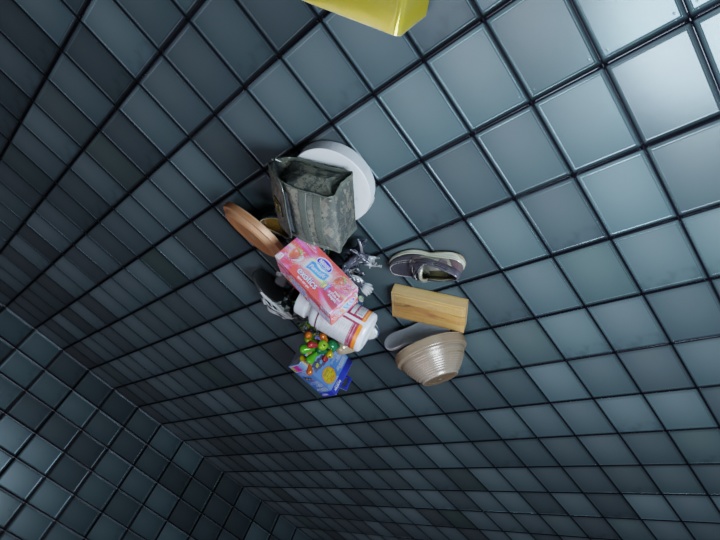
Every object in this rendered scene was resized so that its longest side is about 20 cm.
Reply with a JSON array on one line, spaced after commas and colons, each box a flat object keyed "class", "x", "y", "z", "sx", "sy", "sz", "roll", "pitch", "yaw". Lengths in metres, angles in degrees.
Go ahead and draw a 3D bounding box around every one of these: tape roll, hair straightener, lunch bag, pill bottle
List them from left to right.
[{"class": "hair straightener", "x": -0.197, "y": -0.011, "z": 1.405, "sx": 0.041, "sy": 0.077, "sz": 0.200, "roll": 34, "pitch": 139, "yaw": -6}, {"class": "lunch bag", "x": -0.119, "y": -0.151, "z": 1.135, "sx": 0.198, "sy": 0.118, "sz": 0.165, "roll": 18, "pitch": 139, "yaw": 20}, {"class": "tape roll", "x": -0.063, "y": -0.200, "z": 1.168, "sx": 0.201, "sy": 0.037, "sz": 0.204, "roll": 15, "pitch": 138, "yaw": 14}, {"class": "pill bottle", "x": -0.065, "y": 0.115, "z": 1.313, "sx": 0.199, "sy": 0.110, "sz": 0.110, "roll": 28, "pitch": 140, "yaw": 11}]

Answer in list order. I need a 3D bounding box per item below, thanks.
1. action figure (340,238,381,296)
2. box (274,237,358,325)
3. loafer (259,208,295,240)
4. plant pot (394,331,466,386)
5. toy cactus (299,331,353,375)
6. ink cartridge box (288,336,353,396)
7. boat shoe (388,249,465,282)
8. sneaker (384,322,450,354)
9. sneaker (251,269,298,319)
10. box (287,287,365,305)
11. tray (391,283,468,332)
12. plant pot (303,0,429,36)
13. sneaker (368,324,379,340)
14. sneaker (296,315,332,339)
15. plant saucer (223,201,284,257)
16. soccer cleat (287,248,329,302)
[{"class": "action figure", "x": 0.000, "y": 0.000, "z": 1.283, "sx": 0.101, "sy": 0.120, "sz": 0.200, "roll": 26, "pitch": 152, "yaw": 3}, {"class": "box", "x": -0.104, "y": 0.021, "z": 1.229, "sx": 0.200, "sy": 0.095, "sz": 0.103, "roll": 45, "pitch": 163, "yaw": 16}, {"class": "loafer", "x": -0.162, "y": -0.099, "z": 1.284, "sx": 0.198, "sy": 0.072, "sz": 0.074, "roll": 14, "pitch": 110, "yaw": 12}, {"class": "plant pot", "x": 0.199, "y": 0.249, "z": 1.369, "sx": 0.199, "sy": 0.094, "sz": 0.201, "roll": -14, "pitch": 154, "yaw": -7}, {"class": "toy cactus", "x": -0.084, "y": 0.217, "z": 1.384, "sx": 0.163, "sy": 0.103, "sz": 0.200, "roll": -4, "pitch": 155, "yaw": -10}, {"class": "ink cartridge box", "x": -0.115, "y": 0.312, "z": 1.649, "sx": 0.200, "sy": 0.137, "sz": 0.076, "roll": 46, "pitch": 141, "yaw": -21}, {"class": "boat shoe", "x": 0.153, "y": -0.004, "z": 1.231, "sx": 0.198, "sy": 0.065, "sz": 0.072, "roll": 1, "pitch": 135, "yaw": 29}, {"class": "sneaker", "x": 0.176, "y": 0.200, "z": 1.439, "sx": 0.198, "sy": 0.071, "sz": 0.099, "roll": -20, "pitch": 140, "yaw": 28}, {"class": "sneaker", "x": -0.272, "y": 0.083, "z": 1.546, "sx": 0.088, "sy": 0.074, "sz": 0.200, "roll": -19, "pitch": 121, "yaw": 38}, {"class": "box", "x": -0.102, "y": 0.078, "z": 1.475, "sx": 0.199, "sy": 0.038, "sz": 0.137, "roll": -24, "pitch": 119, "yaw": 43}, {"class": "tray", "x": 0.181, "y": 0.100, "z": 1.348, "sx": 0.198, "sy": 0.037, "sz": 0.099, "roll": 12, "pitch": 137, "yaw": 18}, {"class": "plant pot", "x": 0.014, "y": -0.478, "z": 0.732, "sx": 0.198, "sy": 0.201, "sz": 0.178, "roll": 23, "pitch": 129, "yaw": 5}, {"class": "sneaker", "x": -0.044, "y": 0.156, "z": 1.409, "sx": 0.198, "sy": 0.085, "sz": 0.078, "roll": 18, "pitch": 101, "yaw": -4}, {"class": "sneaker", "x": -0.091, "y": 0.169, "z": 1.495, "sx": 0.198, "sy": 0.079, "sz": 0.085, "roll": 24, "pitch": 174, "yaw": -6}, {"class": "plant saucer", "x": -0.279, "y": -0.099, "z": 1.324, "sx": 0.200, "sy": 0.032, "sz": 0.201, "roll": 37, "pitch": 166, "yaw": 11}, {"class": "soccer cleat", "x": -0.138, "y": 0.007, "z": 1.359, "sx": 0.067, "sy": 0.081, "sz": 0.201, "roll": 40, "pitch": 126, "yaw": 24}]
